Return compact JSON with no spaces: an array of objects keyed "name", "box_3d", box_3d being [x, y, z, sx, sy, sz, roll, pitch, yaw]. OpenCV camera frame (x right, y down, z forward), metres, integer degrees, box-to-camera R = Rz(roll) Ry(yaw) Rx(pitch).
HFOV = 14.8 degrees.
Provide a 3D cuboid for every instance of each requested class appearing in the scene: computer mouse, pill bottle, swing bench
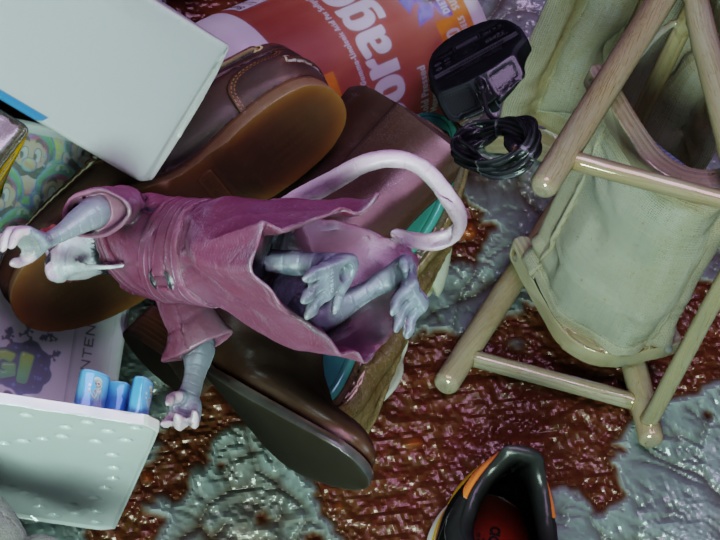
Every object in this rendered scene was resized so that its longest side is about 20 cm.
[{"name":"computer mouse","box_3d":[0.070,-0.082,1.428,0.059,0.034,0.200,-27,22,8]},{"name":"pill bottle","box_3d":[-0.033,-0.101,1.538,0.200,0.112,0.112,-26,65,-29]},{"name":"swing bench","box_3d":[0.138,-0.049,1.491,0.130,0.199,0.200,15,53,-4]}]

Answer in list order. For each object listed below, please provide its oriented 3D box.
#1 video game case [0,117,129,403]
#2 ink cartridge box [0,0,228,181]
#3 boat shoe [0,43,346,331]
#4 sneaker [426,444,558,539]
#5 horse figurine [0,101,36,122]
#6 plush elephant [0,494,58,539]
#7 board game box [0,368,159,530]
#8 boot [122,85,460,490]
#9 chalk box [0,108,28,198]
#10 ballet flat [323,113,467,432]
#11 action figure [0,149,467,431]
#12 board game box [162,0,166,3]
[{"name":"video game case","box_3d":[-0.216,0.003,1.420,0.200,0.024,0.182,12,72,-14]},{"name":"ink cartridge box","box_3d":[-0.178,-0.134,1.390,0.146,0.086,0.200,31,3,-32]},{"name":"boat shoe","box_3d":[-0.102,-0.044,1.422,0.200,0.070,0.070,-33,43,-10]},{"name":"sneaker","box_3d":[0.062,0.178,1.372,0.070,0.090,0.200,11,52,-7]},{"name":"horse figurine","box_3d":[-0.214,-0.035,1.480,0.133,0.050,0.200,29,58,4]},{"name":"plush elephant","box_3d":[-0.202,0.161,1.272,0.165,0.155,0.200,21,53,1]},{"name":"board game box","box_3d":[-0.203,0.074,1.307,0.200,0.200,0.026,9,70,-8]},{"name":"boot","box_3d":[0.000,0.000,1.401,0.200,0.064,0.186,-45,49,-16]},{"name":"chalk box","box_3d":[-0.281,-0.061,1.340,0.200,0.124,0.124,34,71,-2]},{"name":"ballet flat","box_3d":[0.013,0.012,1.481,0.068,0.072,0.200,6,58,27]},{"name":"action figure","box_3d":[-0.075,-0.015,1.312,0.200,0.134,0.149,9,54,37]},{"name":"board game box","box_3d":[-0.225,-0.200,1.568,0.200,0.097,0.159,-11,58,-22]}]
